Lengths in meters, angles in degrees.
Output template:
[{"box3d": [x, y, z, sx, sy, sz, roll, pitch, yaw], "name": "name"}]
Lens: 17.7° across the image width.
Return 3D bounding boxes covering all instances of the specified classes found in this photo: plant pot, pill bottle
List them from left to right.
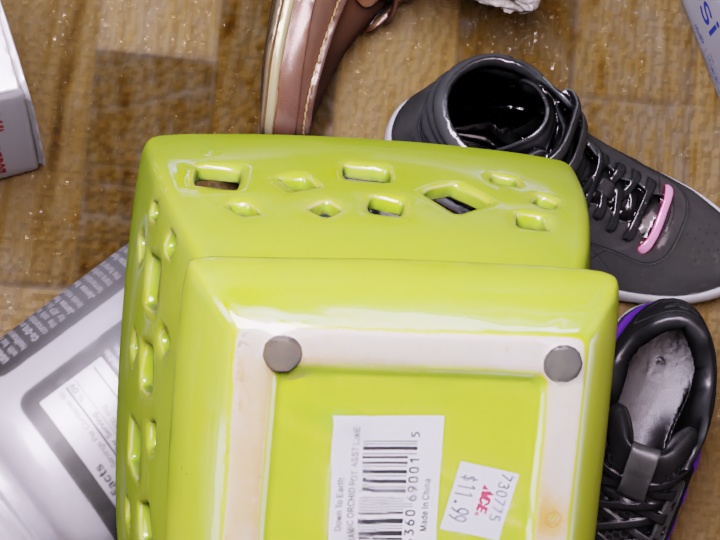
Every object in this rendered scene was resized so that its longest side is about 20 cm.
[{"box3d": [-0.118, 0.063, 1.098, 0.200, 0.114, 0.114, -37, 85, -10], "name": "pill bottle"}, {"box3d": [0.002, 0.063, 0.959, 0.198, 0.182, 0.201, 3, 106, -9], "name": "plant pot"}]

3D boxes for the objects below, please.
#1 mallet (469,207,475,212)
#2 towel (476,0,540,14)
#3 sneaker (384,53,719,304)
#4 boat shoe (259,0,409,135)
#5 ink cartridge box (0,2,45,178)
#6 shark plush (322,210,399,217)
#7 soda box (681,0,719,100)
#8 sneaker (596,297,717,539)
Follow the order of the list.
[{"box3d": [0.027, 0.024, 1.097, 0.066, 0.201, 0.041, 23, 35, 11], "name": "mallet"}, {"box3d": [0.010, -0.212, 1.140, 0.199, 0.034, 0.133, 19, 70, -9], "name": "towel"}, {"box3d": [0.109, -0.042, 1.145, 0.199, 0.099, 0.071, 24, 77, -2], "name": "sneaker"}, {"box3d": [-0.002, -0.157, 1.170, 0.067, 0.072, 0.201, 17, 76, 0], "name": "boat shoe"}, {"box3d": [-0.259, -0.076, 1.094, 0.199, 0.146, 0.086, -17, 80, -8], "name": "ink cartridge box"}, {"box3d": [0.000, 0.000, 1.147, 0.199, 0.091, 0.083, 33, 109, -3], "name": "shark plush"}, {"box3d": [0.193, -0.178, 1.194, 0.063, 0.068, 0.201, -18, 81, -8], "name": "soda box"}, {"box3d": [0.124, 0.105, 1.116, 0.069, 0.100, 0.201, 16, 82, -2], "name": "sneaker"}]
